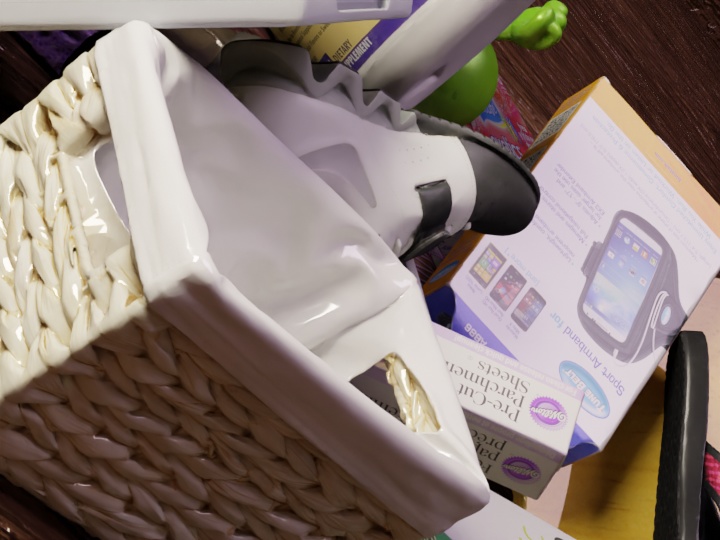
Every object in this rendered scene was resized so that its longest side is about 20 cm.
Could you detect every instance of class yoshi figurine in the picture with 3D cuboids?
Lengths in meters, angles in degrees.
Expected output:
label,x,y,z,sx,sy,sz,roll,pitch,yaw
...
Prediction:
label,x,y,z,sx,sy,sz,roll,pitch,yaw
yoshi figurine,0.048,-0.143,1.256,0.112,0.112,0.201,64,35,-61

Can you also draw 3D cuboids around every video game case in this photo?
label,x,y,z,sx,sy,sz,roll,pitch,yaw
video game case,-0.094,-0.109,0.954,0.182,0.198,0.022,-26,116,-75

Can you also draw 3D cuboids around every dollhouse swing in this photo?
label,x,y,z,sx,sy,sz,roll,pitch,yaw
dollhouse swing,0.127,0.115,1.342,0.181,0.176,0.202,13,70,-25

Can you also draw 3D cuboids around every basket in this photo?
label,x,y,z,sx,sy,sz,roll,pitch,yaw
basket,-0.062,0.029,0.891,0.200,0.123,0.136,41,23,-44

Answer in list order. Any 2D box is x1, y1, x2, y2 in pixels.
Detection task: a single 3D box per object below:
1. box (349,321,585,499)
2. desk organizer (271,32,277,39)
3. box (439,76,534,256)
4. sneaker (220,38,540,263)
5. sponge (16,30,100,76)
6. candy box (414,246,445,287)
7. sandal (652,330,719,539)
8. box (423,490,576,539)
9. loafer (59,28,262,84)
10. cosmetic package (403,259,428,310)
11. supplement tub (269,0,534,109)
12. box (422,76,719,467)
label,x,y,z,sx,sy,sz,roll,pitch,yaw
box,-0.002,0.035,1.023,0.199,0.039,0.042,25,48,-1
desk organizer,0.009,-0.163,1.566,0.072,0.077,0.200,64,16,22
box,0.035,-0.069,1.427,0.096,0.099,0.200,61,16,13
sneaker,0.004,-0.031,1.072,0.199,0.074,0.089,20,73,-44
sponge,-0.170,-0.167,1.109,0.200,0.030,0.112,47,19,-34
candy box,0.000,0.000,1.257,0.201,0.061,0.136,60,16,10
sandal,0.177,0.126,1.216,0.075,0.045,0.201,107,-9,-66
box,0.070,0.164,1.114,0.199,0.036,0.145,30,27,-26
loafer,-0.106,-0.063,1.039,0.071,0.073,0.200,28,26,5
cosmetic package,-0.013,0.025,1.100,0.051,0.082,0.201,105,-23,-46
supplement tub,-0.009,-0.185,1.124,0.200,0.145,0.145,49,15,3
box,0.110,0.006,1.233,0.119,0.041,0.200,47,55,-10
